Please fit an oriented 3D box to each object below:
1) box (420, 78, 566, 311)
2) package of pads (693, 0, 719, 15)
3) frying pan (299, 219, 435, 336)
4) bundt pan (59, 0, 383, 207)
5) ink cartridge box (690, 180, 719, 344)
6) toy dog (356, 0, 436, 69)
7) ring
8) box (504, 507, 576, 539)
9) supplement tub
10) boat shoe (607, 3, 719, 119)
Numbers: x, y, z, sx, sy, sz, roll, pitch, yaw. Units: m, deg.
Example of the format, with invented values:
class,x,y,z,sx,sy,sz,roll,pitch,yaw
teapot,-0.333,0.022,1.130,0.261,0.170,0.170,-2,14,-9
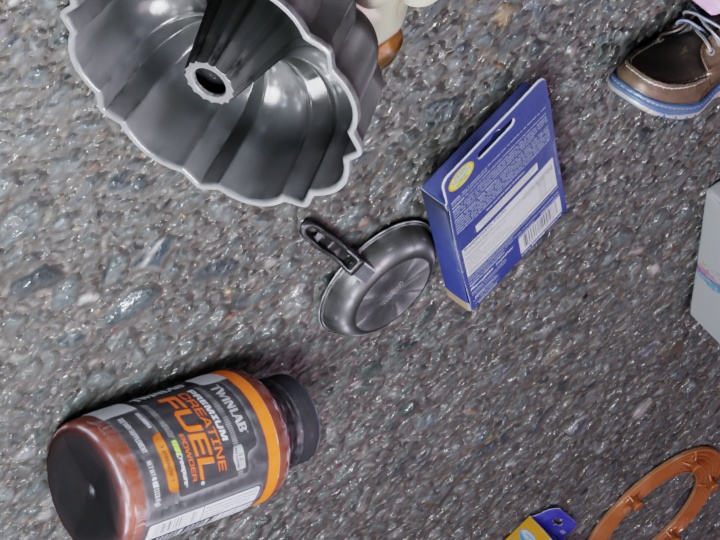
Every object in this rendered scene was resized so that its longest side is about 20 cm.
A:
class,x,y,z,sx,sy,sz,roll,pitch,yaw
box,0.103,-0.064,1.940,0.121,0.032,0.200,-46,155,-16
package of pads,0.316,-0.289,1.877,0.120,0.076,0.201,-17,142,-41
frying pan,0.013,-0.009,1.925,0.115,0.031,0.190,-36,154,-15
bundt pan,-0.072,-0.135,1.483,0.076,0.201,0.203,-58,162,-33
ink cartridge box,0.406,-0.005,2.305,0.145,0.145,0.201,-33,151,-18
toy dog,0.005,-0.219,1.543,0.201,0.139,0.194,-55,-174,19
ring,0.314,0.267,2.692,0.200,0.019,0.201,-31,150,-20
box,0.145,0.324,2.531,0.200,0.042,0.119,-43,152,4
supplement tub,-0.126,0.135,1.858,0.199,0.107,0.107,-18,144,-39
boat shoe,0.265,-0.175,1.985,0.199,0.072,0.073,-23,142,-51
